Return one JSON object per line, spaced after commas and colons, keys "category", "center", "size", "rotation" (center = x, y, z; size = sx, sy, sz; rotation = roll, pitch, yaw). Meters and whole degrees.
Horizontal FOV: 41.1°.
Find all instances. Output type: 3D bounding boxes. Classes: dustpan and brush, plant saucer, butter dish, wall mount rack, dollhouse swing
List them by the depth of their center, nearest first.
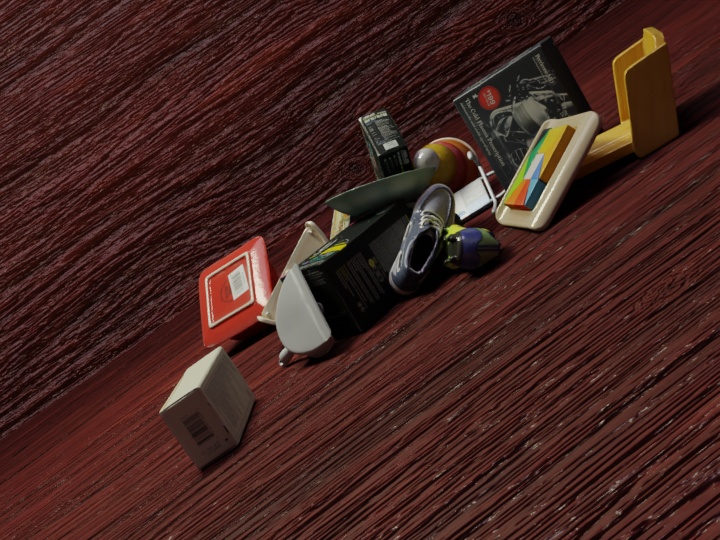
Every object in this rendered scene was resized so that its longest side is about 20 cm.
{"category": "dollhouse swing", "center": [0.373, -0.250, 1.449], "size": [0.172, 0.185, 0.200], "rotation": [-10, 16, 14]}
{"category": "dustpan and brush", "center": [-0.101, 0.098, 1.529], "size": [0.057, 0.141, 0.200], "rotation": [-5, -33, -42]}
{"category": "plant saucer", "center": [0.039, -0.126, 1.618], "size": [0.197, 0.039, 0.201], "rotation": [-18, -1, 0]}
{"category": "wall mount rack", "center": [0.180, -0.115, 1.725], "size": [0.198, 0.074, 0.176], "rotation": [-32, 46, 17]}
{"category": "butter dish", "center": [-0.237, 0.066, 2.073], "size": [0.198, 0.147, 0.203], "rotation": [-30, 52, 24]}

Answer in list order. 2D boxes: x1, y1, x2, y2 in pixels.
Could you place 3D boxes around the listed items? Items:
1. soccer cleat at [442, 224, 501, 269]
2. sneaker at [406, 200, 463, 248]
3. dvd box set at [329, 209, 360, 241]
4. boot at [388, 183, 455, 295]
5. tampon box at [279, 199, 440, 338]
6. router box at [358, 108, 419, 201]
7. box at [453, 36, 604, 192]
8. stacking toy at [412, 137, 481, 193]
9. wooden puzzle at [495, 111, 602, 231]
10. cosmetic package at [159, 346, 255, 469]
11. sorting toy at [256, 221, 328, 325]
{"category": "soccer cleat", "center": [0.165, -0.033, 1.422], "size": [0.082, 0.066, 0.200], "rotation": [0, 4, 1]}
{"category": "sneaker", "center": [0.120, -0.058, 1.642], "size": [0.075, 0.090, 0.200], "rotation": [-15, 24, -17]}
{"category": "dvd box set", "center": [-0.031, -0.055, 1.862], "size": [0.029, 0.150, 0.200], "rotation": [7, 3, -11]}
{"category": "boot", "center": [0.109, -0.060, 1.495], "size": [0.090, 0.072, 0.203], "rotation": [127, 166, -66]}
{"category": "tampon box", "center": [0.000, 0.000, 1.566], "size": [0.199, 0.127, 0.149], "rotation": [-39, 11, -31]}
{"category": "router box", "center": [0.065, -0.188, 1.860], "size": [0.061, 0.202, 0.151], "rotation": [-21, 39, -3]}
{"category": "box", "center": [0.292, -0.264, 1.658], "size": [0.180, 0.202, 0.104], "rotation": [-29, 8, 28]}
{"category": "stacking toy", "center": [0.142, -0.196, 1.845], "size": [0.145, 0.148, 0.199], "rotation": [-30, -14, 18]}
{"category": "wooden puzzle", "center": [0.271, -0.151, 1.435], "size": [0.187, 0.037, 0.200], "rotation": [-62, 11, 2]}
{"category": "cosmetic package", "center": [-0.219, 0.197, 1.410], "size": [0.072, 0.104, 0.200], "rotation": [-33, 8, 6]}
{"category": "sorting toy", "center": [-0.108, 0.027, 1.814], "size": [0.203, 0.106, 0.180], "rotation": [-63, 7, -6]}
